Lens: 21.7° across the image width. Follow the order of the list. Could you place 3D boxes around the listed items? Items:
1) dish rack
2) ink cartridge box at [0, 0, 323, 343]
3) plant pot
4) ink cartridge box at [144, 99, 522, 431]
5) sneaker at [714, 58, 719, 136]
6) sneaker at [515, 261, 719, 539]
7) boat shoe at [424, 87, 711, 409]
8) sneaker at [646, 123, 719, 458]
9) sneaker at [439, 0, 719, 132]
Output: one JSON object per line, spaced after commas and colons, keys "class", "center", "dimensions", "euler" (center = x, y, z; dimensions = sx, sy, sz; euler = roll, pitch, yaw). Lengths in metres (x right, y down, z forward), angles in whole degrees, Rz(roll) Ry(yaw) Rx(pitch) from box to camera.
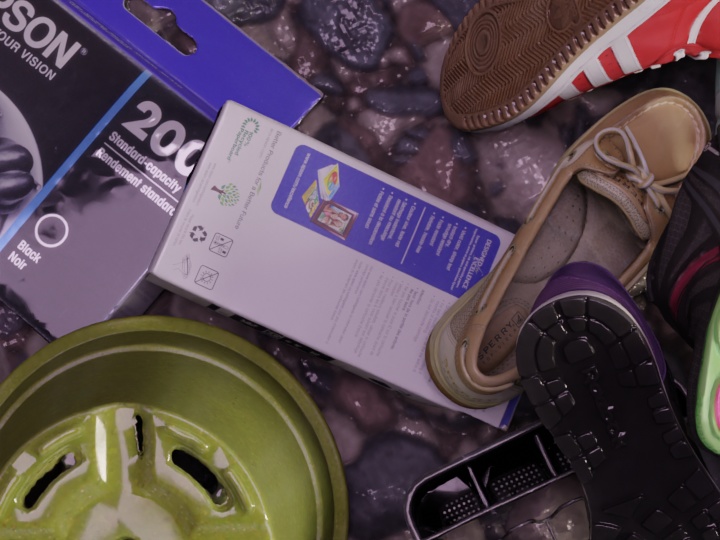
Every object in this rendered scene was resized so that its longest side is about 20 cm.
{"class": "dish rack", "center": [0.127, 0.168, 0.924], "dimensions": [0.153, 0.055, 0.200], "euler": [-25, 77, 0]}
{"class": "ink cartridge box", "center": [-0.157, -0.083, 1.008], "dimensions": [0.198, 0.043, 0.200], "euler": [38, 82, 12]}
{"class": "plant pot", "center": [-0.101, 0.118, 0.859], "dimensions": [0.200, 0.190, 0.200], "euler": [0, 87, -3]}
{"class": "ink cartridge box", "center": [0.000, 0.000, 0.962], "dimensions": [0.200, 0.039, 0.100], "euler": [25, 80, -7]}
{"class": "sneaker", "center": [0.276, -0.073, 0.951], "dimensions": [0.200, 0.074, 0.118], "euler": [9, 72, 16]}
{"class": "sneaker", "center": [0.134, 0.089, 0.878], "dimensions": [0.076, 0.088, 0.200], "euler": [-15, 105, 15]}
{"class": "boat shoe", "center": [0.112, -0.014, 0.934], "dimensions": [0.073, 0.063, 0.201], "euler": [46, 75, -3]}
{"class": "sneaker", "center": [0.177, 0.013, 0.868], "dimensions": [0.077, 0.084, 0.200], "euler": [28, 46, -13]}
{"class": "sneaker", "center": [0.133, -0.123, 0.955], "dimensions": [0.112, 0.200, 0.071], "euler": [1, 68, -36]}
